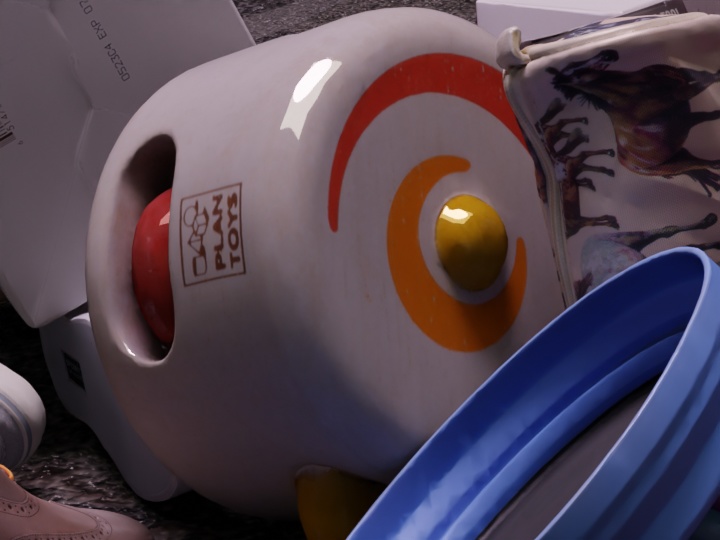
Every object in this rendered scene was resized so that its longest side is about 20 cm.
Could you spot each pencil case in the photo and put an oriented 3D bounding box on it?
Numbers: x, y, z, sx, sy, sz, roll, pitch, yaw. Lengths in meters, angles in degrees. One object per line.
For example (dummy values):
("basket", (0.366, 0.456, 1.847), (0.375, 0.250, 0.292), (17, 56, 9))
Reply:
("pencil case", (0.104, 0.004, 0.966), (0.089, 0.201, 0.078), (-16, 9, -23))

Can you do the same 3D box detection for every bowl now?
("bowl", (0.051, 0.078, 0.852), (0.201, 0.039, 0.201), (-46, 9, 9))

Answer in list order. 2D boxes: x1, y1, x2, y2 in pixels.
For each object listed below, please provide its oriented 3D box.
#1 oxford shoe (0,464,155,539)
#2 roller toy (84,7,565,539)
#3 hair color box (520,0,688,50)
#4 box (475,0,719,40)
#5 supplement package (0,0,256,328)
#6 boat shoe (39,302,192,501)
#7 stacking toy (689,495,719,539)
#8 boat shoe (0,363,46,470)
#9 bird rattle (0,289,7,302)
("oxford shoe", (-0.140, 0.081, 0.947), (0.071, 0.073, 0.199), (6, -4, 40))
("roller toy", (0.000, 0.000, 1.022), (0.139, 0.183, 0.200), (-13, 30, 47))
("hair color box", (0.063, -0.047, 1.244), (0.111, 0.064, 0.200), (-19, -11, -38))
("box", (0.163, -0.100, 1.434), (0.097, 0.125, 0.199), (10, 22, 41))
("supplement package", (-0.142, -0.115, 1.188), (0.147, 0.192, 0.200), (-30, 22, -4))
("boat shoe", (-0.085, 0.039, 1.142), (0.065, 0.074, 0.200), (-15, 21, -17))
("stacking toy", (0.088, 0.127, 0.821), (0.085, 0.086, 0.200), (1, 23, 19))
("boat shoe", (-0.229, 0.074, 1.103), (0.199, 0.070, 0.072), (0, 37, 11))
("bird rattle", (-0.177, -0.036, 1.352), (0.199, 0.113, 0.163), (-10, 24, -6))
